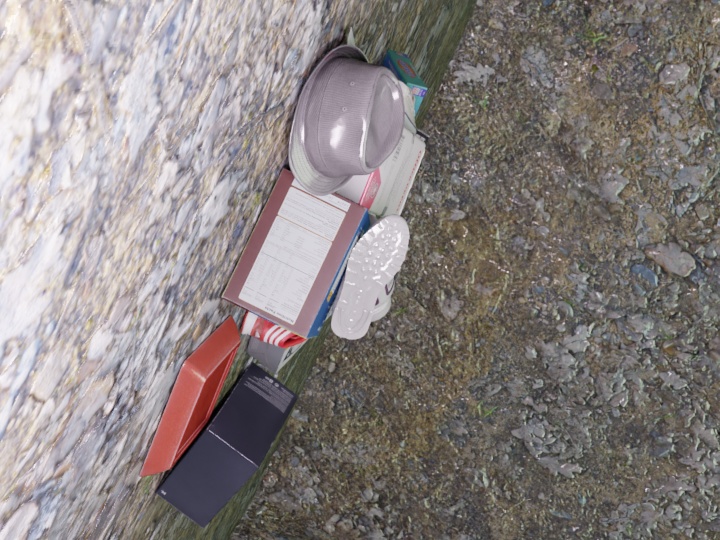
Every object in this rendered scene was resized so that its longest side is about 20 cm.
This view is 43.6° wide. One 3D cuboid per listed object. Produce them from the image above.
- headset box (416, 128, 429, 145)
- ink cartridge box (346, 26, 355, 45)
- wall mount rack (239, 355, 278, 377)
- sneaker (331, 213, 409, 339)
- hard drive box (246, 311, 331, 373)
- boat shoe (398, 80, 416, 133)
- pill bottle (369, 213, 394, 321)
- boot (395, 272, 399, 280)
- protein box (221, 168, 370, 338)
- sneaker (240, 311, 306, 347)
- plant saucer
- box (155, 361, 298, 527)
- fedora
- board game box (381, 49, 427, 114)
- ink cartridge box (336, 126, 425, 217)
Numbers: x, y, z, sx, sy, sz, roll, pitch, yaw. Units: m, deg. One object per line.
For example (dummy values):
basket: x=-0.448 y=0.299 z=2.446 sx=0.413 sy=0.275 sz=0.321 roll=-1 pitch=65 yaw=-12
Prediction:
headset box: x=0.041 y=-0.212 z=1.888 sx=0.175 sy=0.092 sz=0.200 roll=-64 pitch=-167 yaw=-7
ink cartridge box: x=-0.050 y=-0.228 z=1.280 sx=0.163 sy=0.056 sz=0.202 roll=48 pitch=51 yaw=-86
wall mount rack: x=-0.226 y=0.265 z=1.788 sx=0.174 sy=0.074 sz=0.201 roll=-49 pitch=163 yaw=-77
sneaker: x=0.008 y=0.001 z=1.331 sx=0.201 sy=0.076 sz=0.081 roll=-61 pitch=-171 yaw=17
hard drive box: x=-0.118 y=0.075 z=1.728 sx=0.200 sy=0.077 sz=0.156 roll=-47 pitch=168 yaw=-40
boat shoe: x=0.067 y=-0.276 z=1.519 sx=0.070 sy=0.070 sz=0.200 roll=-64 pitch=169 yaw=1
pill bottle: x=0.000 y=0.000 z=1.560 sx=0.201 sy=0.111 sz=0.113 roll=76 pitch=35 yaw=-51
boot: x=-0.023 y=-0.013 z=1.820 sx=0.183 sy=0.199 sz=0.073 roll=-65 pitch=176 yaw=21
protein box: x=-0.087 y=-0.018 z=1.334 sx=0.201 sy=0.134 sz=0.199 roll=-64 pitch=177 yaw=-2
sneaker: x=-0.121 y=0.063 z=1.581 sx=0.201 sy=0.115 sz=0.079 roll=-60 pitch=176 yaw=-40
plant saucer: x=-0.241 y=0.188 z=1.327 sx=0.201 sy=0.036 sz=0.200 roll=-66 pitch=176 yaw=19
box: x=-0.219 y=0.288 z=1.487 sx=0.200 sy=0.104 sz=0.182 roll=-50 pitch=-176 yaw=35
fedora: x=-0.004 y=-0.191 z=1.170 sx=0.177 sy=0.090 sz=0.202 roll=44 pitch=63 yaw=-54
board game box: x=0.051 y=-0.291 z=1.692 sx=0.153 sy=0.045 sz=0.201 roll=-110 pitch=-143 yaw=-52
ink cartridge box: x=0.023 y=-0.169 z=1.457 sx=0.148 sy=0.082 sz=0.200 roll=-68 pitch=162 yaw=3
